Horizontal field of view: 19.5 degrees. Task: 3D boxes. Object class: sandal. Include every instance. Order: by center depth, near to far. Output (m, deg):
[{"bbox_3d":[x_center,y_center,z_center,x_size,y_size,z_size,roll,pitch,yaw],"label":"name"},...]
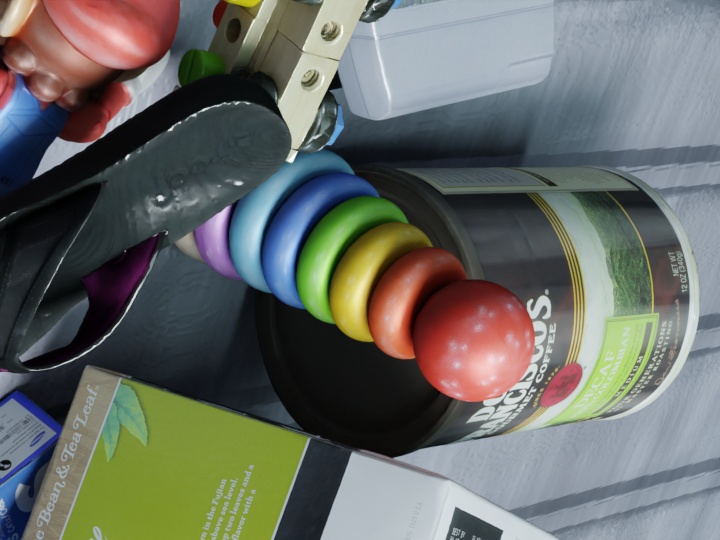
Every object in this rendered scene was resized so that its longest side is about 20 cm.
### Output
[{"bbox_3d":[-0.112,-0.004,0.830,0.200,0.048,0.075,-36,143,19],"label":"sandal"}]

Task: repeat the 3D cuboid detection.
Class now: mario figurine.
[{"bbox_3d":[-0.153,-0.078,0.861,0.200,0.106,0.123,-51,-177,12],"label":"mario figurine"}]

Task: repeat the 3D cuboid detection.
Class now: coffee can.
[{"bbox_3d":[0.065,0.016,1.109,0.200,0.146,0.146,-4,121,-49],"label":"coffee can"}]

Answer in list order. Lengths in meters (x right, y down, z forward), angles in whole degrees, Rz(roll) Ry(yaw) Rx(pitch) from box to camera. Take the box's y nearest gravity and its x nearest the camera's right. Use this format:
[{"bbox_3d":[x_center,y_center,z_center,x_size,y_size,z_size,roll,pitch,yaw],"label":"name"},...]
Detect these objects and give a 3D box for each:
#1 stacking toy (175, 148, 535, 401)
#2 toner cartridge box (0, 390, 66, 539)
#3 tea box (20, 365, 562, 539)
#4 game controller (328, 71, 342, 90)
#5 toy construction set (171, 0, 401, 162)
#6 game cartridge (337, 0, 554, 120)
[{"bbox_3d":[0.000,0.000,0.971,0.085,0.200,0.085,-30,138,-31],"label":"stacking toy"},{"bbox_3d":[-0.168,0.160,1.040,0.095,0.043,0.200,-38,142,-23],"label":"toner cartridge box"},{"bbox_3d":[-0.030,0.150,1.006,0.200,0.197,0.134,36,72,-63],"label":"tea box"},{"bbox_3d":[0.017,-0.138,1.030,0.200,0.042,0.104,-16,144,-42],"label":"game controller"},{"bbox_3d":[-0.040,-0.121,0.888,0.092,0.131,0.200,-6,124,-34],"label":"toy construction set"},{"bbox_3d":[0.036,-0.174,0.969,0.133,0.041,0.200,-16,112,-38],"label":"game cartridge"}]
